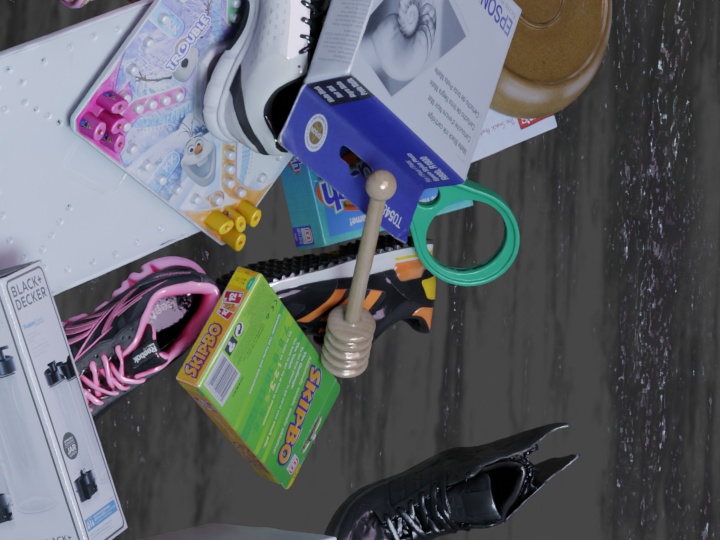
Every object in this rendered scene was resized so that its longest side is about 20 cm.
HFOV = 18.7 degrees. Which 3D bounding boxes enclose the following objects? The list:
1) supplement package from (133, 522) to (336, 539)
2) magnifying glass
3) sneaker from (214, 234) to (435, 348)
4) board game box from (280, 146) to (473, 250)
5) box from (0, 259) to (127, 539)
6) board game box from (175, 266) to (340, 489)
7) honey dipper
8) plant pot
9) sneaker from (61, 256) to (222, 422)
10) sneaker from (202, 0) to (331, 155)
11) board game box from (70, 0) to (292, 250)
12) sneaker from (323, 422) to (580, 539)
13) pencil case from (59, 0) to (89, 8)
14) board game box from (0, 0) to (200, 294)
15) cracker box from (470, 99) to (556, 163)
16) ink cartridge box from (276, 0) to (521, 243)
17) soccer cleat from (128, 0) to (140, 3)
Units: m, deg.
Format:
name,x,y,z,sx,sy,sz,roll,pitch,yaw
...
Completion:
name,x,y,z,sx,sy,sz,roll,pitch,yaw
supplement package,-0.138,0.270,1.521,0.200,0.191,0.148,-9,92,-32
magnifying glass,0.045,-0.064,1.655,0.080,0.022,0.200,-38,118,13
sneaker,-0.024,0.032,1.683,0.200,0.070,0.090,-14,103,-30
board game box,-0.001,-0.130,1.722,0.152,0.045,0.201,-17,96,-34
box,-0.248,0.103,1.500,0.060,0.116,0.201,-33,106,-64
board game box,-0.071,0.084,1.621,0.096,0.030,0.200,-62,149,-18
honey dipper,0.000,0.000,1.590,0.038,0.200,0.038,5,46,-5
plant pot,0.131,-0.220,1.712,0.200,0.027,0.201,5,82,-39
sneaker,-0.177,0.063,1.561,0.200,0.095,0.079,-42,111,-16
sneaker,-0.043,-0.172,1.515,0.074,0.080,0.201,0,113,-43
board game box,-0.089,-0.135,1.572,0.200,0.026,0.200,-54,140,-3
sneaker,0.071,0.178,1.712,0.200,0.104,0.060,-29,102,-31
pencil case,-0.139,-0.254,1.535,0.200,0.083,0.087,-28,142,-22
board game box,-0.188,-0.091,1.554,0.200,0.026,0.200,-25,130,-31
cracker box,0.064,-0.184,1.708,0.134,0.058,0.201,-23,99,-37
ink cartridge box,0.034,-0.141,1.551,0.200,0.041,0.201,36,70,-56
soccer cleat,-0.184,-0.272,1.592,0.069,0.085,0.200,-45,110,-27
